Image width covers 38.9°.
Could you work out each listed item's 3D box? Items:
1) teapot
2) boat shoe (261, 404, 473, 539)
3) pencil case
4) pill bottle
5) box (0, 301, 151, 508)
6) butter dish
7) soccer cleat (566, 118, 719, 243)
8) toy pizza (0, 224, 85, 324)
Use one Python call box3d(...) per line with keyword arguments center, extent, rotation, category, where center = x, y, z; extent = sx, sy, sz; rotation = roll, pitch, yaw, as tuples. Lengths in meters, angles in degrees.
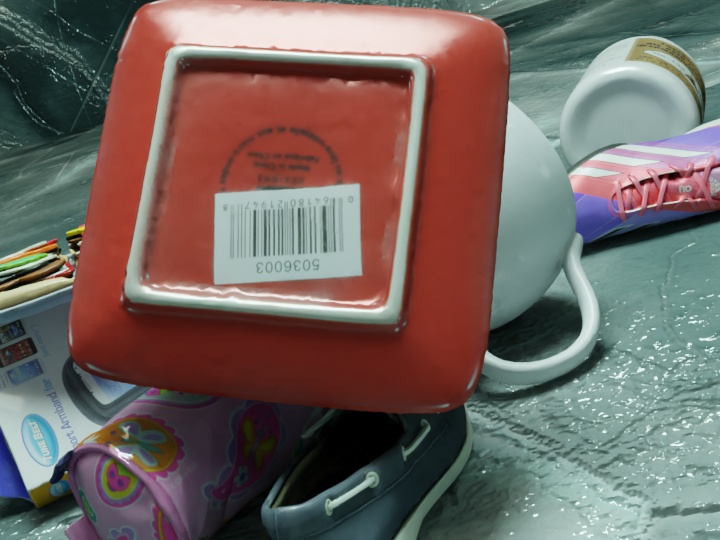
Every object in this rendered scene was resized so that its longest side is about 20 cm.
box3d(center=(0.034, -0.020, 0.656), extent=(0.146, 0.197, 0.200), rotation=(-49, 18, -28), category="teapot")
box3d(center=(0.004, 0.089, 0.512), extent=(0.075, 0.062, 0.200), rotation=(-10, 18, 29), category="boat shoe")
box3d(center=(-0.072, 0.084, 0.565), extent=(0.087, 0.088, 0.200), rotation=(-4, 23, 36), category="pencil case")
box3d(center=(0.250, -0.148, 0.915), extent=(0.114, 0.115, 0.200), rotation=(-9, 19, 24), category="pill bottle")
box3d(center=(-0.162, 0.065, 0.663), extent=(0.200, 0.119, 0.042), rotation=(-23, -25, -22), category="box")
box3d(center=(-0.027, -0.023, 0.533), extent=(0.199, 0.200, 0.148), rotation=(5, -15, 9), category="butter dish")
box3d(center=(0.234, -0.066, 0.766), extent=(0.200, 0.068, 0.073), rotation=(-18, 21, -11), category="soccer cleat")
box3d(center=(-0.197, -0.009, 0.695), extent=(0.200, 0.032, 0.200), rotation=(-18, 12, 4), category="toy pizza")
